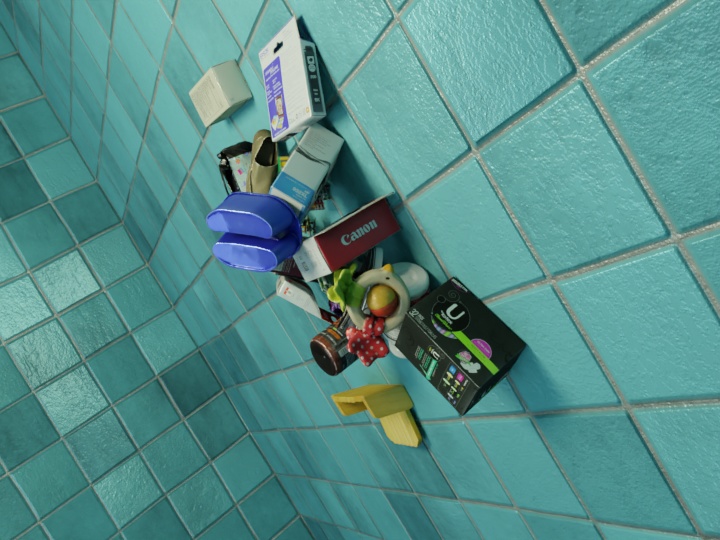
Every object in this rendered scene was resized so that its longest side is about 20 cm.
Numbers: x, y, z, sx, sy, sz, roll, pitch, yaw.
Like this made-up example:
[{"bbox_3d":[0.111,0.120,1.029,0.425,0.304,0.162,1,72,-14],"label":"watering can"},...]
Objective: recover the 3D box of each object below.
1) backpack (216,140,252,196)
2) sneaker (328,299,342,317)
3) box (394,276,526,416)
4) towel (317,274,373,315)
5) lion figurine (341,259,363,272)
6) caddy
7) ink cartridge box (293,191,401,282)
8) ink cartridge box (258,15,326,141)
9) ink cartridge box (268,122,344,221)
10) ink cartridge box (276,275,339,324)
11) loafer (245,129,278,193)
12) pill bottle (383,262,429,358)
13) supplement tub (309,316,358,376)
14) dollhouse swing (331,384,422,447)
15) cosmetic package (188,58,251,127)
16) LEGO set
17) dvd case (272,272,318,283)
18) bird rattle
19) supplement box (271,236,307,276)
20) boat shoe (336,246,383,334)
[{"bbox_3d":[-0.283,-0.226,1.620,0.167,0.124,0.203,-122,9,-81],"label":"backpack"},{"bbox_3d":[-0.058,0.062,1.603,0.202,0.083,0.081,54,151,8],"label":"sneaker"},{"bbox_3d":[0.191,0.147,1.226,0.200,0.147,0.125,44,148,22],"label":"box"},{"bbox_3d":[-0.030,0.050,1.424,0.199,0.023,0.153,40,-167,-31],"label":"towel"},{"bbox_3d":[0.000,0.000,1.467,0.199,0.072,0.123,41,160,19],"label":"lion figurine"},{"bbox_3d":[-0.213,-0.081,1.264,0.196,0.105,0.144,9,123,24],"label":"caddy"},{"bbox_3d":[-0.022,-0.069,1.296,0.085,0.198,0.175,61,151,-6],"label":"ink cartridge box"},{"bbox_3d":[-0.147,-0.396,1.316,0.197,0.043,0.205,-8,92,59],"label":"ink cartridge box"},{"bbox_3d":[-0.123,-0.189,1.330,0.083,0.202,0.146,28,149,-2],"label":"ink cartridge box"},{"bbox_3d":[-0.124,0.074,1.625,0.197,0.051,0.162,27,-175,-11],"label":"ink cartridge box"},{"bbox_3d":[-0.239,-0.242,1.526,0.067,0.074,0.205,-157,68,-71],"label":"loafer"},{"bbox_3d":[0.097,0.092,1.361,0.110,0.110,0.203,33,143,37],"label":"pill bottle"},{"bbox_3d":[-0.020,0.158,1.515,0.106,0.199,0.108,35,144,31],"label":"supplement tub"},{"bbox_3d":[0.043,0.410,1.709,0.199,0.179,0.180,-16,84,60],"label":"dollhouse swing"},{"bbox_3d":[-0.359,-0.447,1.592,0.199,0.071,0.107,-4,114,58],"label":"cosmetic package"},{"bbox_3d":[-0.135,-0.178,1.503,0.202,0.113,0.156,98,161,-45],"label":"LEGO set"},{"bbox_3d":[-0.188,-0.003,1.662,0.148,0.198,0.016,25,98,44],"label":"dvd case"},{"bbox_3d":[0.023,0.077,1.235,0.203,0.161,0.113,63,-175,-9],"label":"bird rattle"},{"bbox_3d":[-0.190,-0.045,1.549,0.109,0.198,0.087,25,101,45],"label":"supplement box"},{"bbox_3d":[-0.005,0.043,1.318,0.070,0.065,0.204,-108,33,-71],"label":"boat shoe"}]
